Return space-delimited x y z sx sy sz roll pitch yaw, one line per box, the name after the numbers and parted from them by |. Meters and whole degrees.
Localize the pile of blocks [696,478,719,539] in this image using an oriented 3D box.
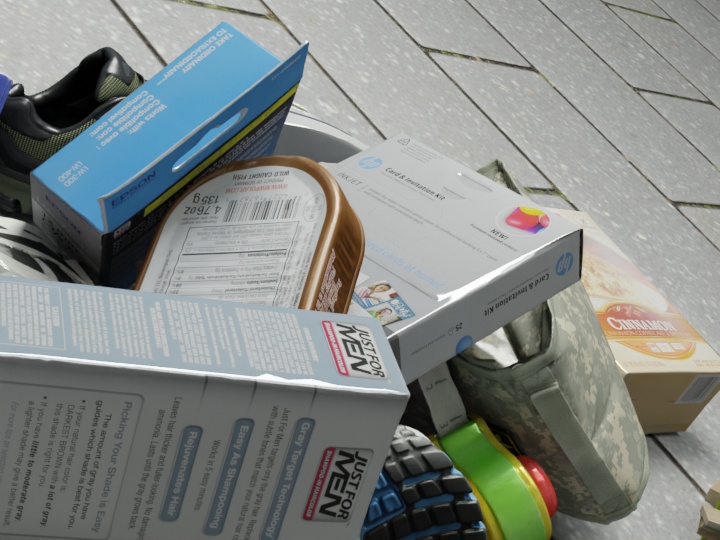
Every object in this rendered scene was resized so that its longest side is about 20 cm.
0.265 0.213 1.028 0.082 0.062 0.200 20 19 -2 | pile of blocks

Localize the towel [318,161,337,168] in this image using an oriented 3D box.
-0.033 -0.011 0.937 0.133 0.034 0.200 13 39 36 | towel

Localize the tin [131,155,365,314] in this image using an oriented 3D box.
-0.066 0.022 0.753 0.042 0.112 0.200 58 36 -43 | tin

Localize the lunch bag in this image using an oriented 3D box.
0.104 0.057 0.974 0.164 0.118 0.200 57 9 -37 | lunch bag

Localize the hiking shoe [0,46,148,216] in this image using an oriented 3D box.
-0.146 -0.092 0.964 0.200 0.101 0.076 -10 46 -30 | hiking shoe

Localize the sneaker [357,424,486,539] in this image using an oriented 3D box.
0.027 0.156 0.750 0.075 0.200 0.087 -16 26 -5 | sneaker

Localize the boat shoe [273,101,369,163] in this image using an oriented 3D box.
-0.065 -0.104 1.169 0.200 0.072 0.066 19 34 -13 | boat shoe

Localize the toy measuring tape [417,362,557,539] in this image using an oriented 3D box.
0.069 0.107 0.868 0.074 0.074 0.200 -70 144 -63 | toy measuring tape

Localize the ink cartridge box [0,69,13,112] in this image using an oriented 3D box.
-0.277 -0.107 0.830 0.136 0.076 0.200 21 3 -24 | ink cartridge box

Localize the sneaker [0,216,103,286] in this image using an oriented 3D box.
-0.173 0.017 0.824 0.200 0.074 0.089 34 28 -3 | sneaker

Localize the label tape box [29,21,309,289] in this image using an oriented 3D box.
-0.112 -0.067 0.842 0.143 0.200 0.066 -42 84 -19 | label tape box

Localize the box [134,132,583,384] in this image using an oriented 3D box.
0.000 0.000 0.840 0.200 0.041 0.156 -30 43 -30 | box

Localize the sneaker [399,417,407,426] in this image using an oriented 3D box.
-0.044 0.095 0.835 0.200 0.077 0.111 24 34 -30 | sneaker

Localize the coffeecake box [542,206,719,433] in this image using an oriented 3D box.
0.177 0.037 1.200 0.153 0.073 0.200 3 39 -46 | coffeecake box

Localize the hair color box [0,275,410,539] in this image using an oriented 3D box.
-0.091 0.065 0.624 0.200 0.099 0.061 7 30 -19 | hair color box
